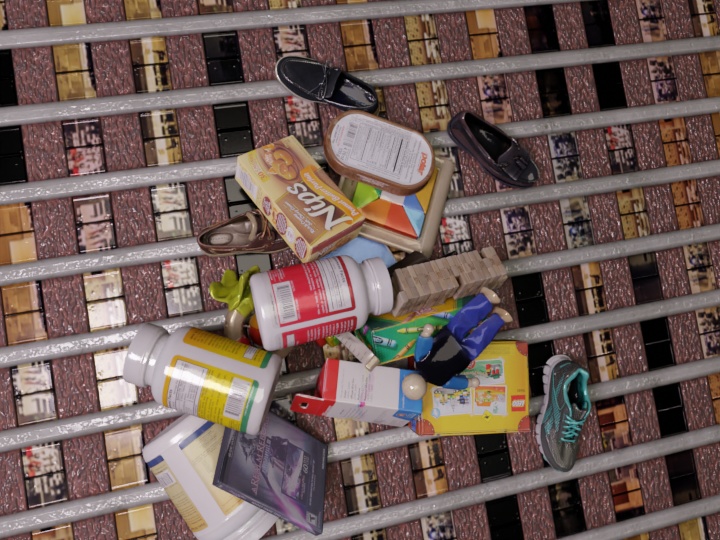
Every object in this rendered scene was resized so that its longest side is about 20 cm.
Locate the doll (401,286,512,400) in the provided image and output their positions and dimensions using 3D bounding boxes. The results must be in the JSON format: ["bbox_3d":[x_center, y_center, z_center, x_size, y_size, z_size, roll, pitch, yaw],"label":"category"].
[{"bbox_3d":[0.143,0.123,0.805,0.199,0.048,0.137,-41,108,-8],"label":"doll"}]

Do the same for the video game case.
[{"bbox_3d":[-0.125,0.290,0.798,0.019,0.144,0.200,-32,124,26],"label":"video game case"}]

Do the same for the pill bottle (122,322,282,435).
[{"bbox_3d":[-0.217,0.144,0.738,0.196,0.113,0.115,18,83,-2],"label":"pill bottle"}]

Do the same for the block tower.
[{"bbox_3d":[0.138,0.015,0.842,0.196,0.054,0.059,-15,63,-20],"label":"block tower"}]

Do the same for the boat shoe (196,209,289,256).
[{"bbox_3d":[-0.172,-0.066,0.876,0.195,0.072,0.074,-9,87,-10],"label":"boat shoe"}]

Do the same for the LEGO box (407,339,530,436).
[{"bbox_3d":[0.185,0.197,0.912,0.195,0.077,0.153,1,86,-10],"label":"LEGO box"}]

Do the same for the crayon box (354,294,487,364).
[{"bbox_3d":[0.095,0.085,0.874,0.196,0.119,0.060,-13,104,-14],"label":"crayon box"}]

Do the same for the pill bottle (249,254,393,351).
[{"bbox_3d":[-0.056,0.041,0.783,0.196,0.112,0.115,-12,87,-14],"label":"pill bottle"}]

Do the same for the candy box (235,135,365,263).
[{"bbox_3d":[-0.099,-0.117,0.855,0.114,0.056,0.201,-31,73,-32],"label":"candy box"}]

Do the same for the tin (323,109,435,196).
[{"bbox_3d":[0.033,-0.200,0.904,0.196,0.042,0.114,18,83,-5],"label":"tin"}]

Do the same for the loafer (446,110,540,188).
[{"bbox_3d":[0.246,-0.218,0.962,0.198,0.063,0.073,33,81,-5],"label":"loafer"}]

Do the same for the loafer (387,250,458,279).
[{"bbox_3d":[0.085,0.002,0.900,0.196,0.073,0.073,-7,95,-20],"label":"loafer"}]

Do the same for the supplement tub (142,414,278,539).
[{"bbox_3d":[-0.216,0.308,0.803,0.143,0.144,0.202,-34,91,-10],"label":"supplement tub"}]

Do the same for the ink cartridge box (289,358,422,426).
[{"bbox_3d":[-0.009,0.196,0.854,0.195,0.117,0.069,10,62,-9],"label":"ink cartridge box"}]

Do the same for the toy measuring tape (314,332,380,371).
[{"bbox_3d":[-0.031,0.108,0.853,0.074,0.074,0.199,-46,49,-9],"label":"toy measuring tape"}]

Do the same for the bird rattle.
[{"bbox_3d":[-0.171,0.096,0.851,0.160,0.112,0.205,7,84,-30],"label":"bird rattle"}]

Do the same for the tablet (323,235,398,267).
[{"bbox_3d":[0.000,0.000,0.930,0.129,0.014,0.202,-35,91,-10],"label":"tablet"}]

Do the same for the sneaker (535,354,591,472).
[{"bbox_3d":[0.361,0.253,0.930,0.076,0.091,0.205,2,85,-8],"label":"sneaker"}]

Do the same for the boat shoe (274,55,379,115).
[{"bbox_3d":[-0.054,-0.322,0.922,0.197,0.062,0.076,24,84,-5],"label":"boat shoe"}]

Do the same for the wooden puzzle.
[{"bbox_3d":[0.060,-0.138,0.930,0.196,0.037,0.189,19,79,-10],"label":"wooden puzzle"}]
